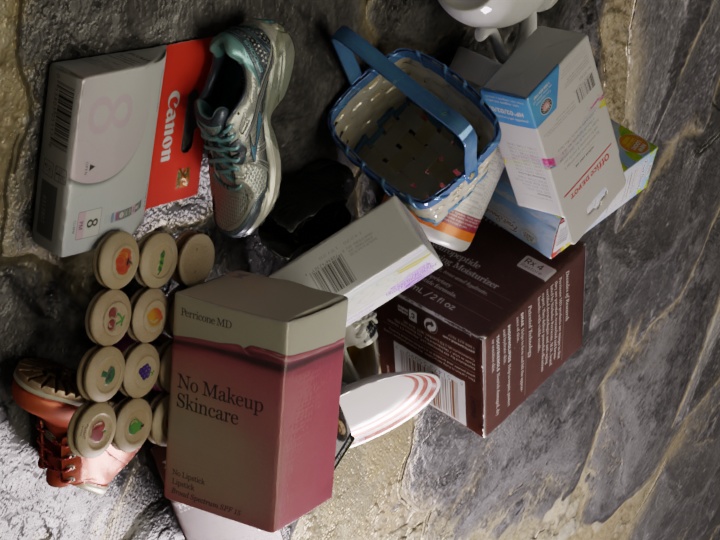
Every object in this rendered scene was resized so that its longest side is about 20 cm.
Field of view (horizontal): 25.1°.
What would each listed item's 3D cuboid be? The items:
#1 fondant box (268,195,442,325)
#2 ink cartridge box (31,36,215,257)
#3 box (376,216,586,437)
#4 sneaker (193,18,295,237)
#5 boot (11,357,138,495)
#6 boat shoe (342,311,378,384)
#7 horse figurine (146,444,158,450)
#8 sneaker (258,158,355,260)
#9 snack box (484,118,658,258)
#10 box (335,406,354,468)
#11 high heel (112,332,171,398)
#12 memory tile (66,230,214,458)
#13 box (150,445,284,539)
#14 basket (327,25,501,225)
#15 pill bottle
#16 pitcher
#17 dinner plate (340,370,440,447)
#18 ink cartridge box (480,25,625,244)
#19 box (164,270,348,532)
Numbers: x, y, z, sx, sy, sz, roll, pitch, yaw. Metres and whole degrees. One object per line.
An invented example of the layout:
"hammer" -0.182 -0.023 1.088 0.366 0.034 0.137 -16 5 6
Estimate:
"fondant box" 0.000 0.000 1.596 0.144 0.059 0.200 -32 172 4
"ink cartridge box" -0.189 -0.111 1.399 0.199 0.057 0.164 -16 126 -44
"box" 0.141 0.049 1.887 0.200 0.165 0.165 -40 142 -32
"sneaker" -0.120 -0.127 1.460 0.086 0.077 0.202 -17 118 -55
"boot" -0.264 0.148 1.467 0.108 0.075 0.200 -55 149 -2
"boat shoe" -0.010 0.054 1.762 0.071 0.070 0.201 -39 142 -33
"horse figurine" -0.126 0.154 1.691 0.200 0.050 0.134 31 80 -56
"sneaker" -0.044 -0.060 1.592 0.199 0.104 0.061 -13 124 -51
"snack box" 0.218 -0.119 1.864 0.199 0.168 0.068 -34 147 -36
"box" -0.071 0.117 1.664 0.075 0.050 0.201 -52 129 -47
"high heel" -0.168 0.086 1.523 0.200 0.095 0.068 61 28 -63
"memory tile" -0.192 0.064 1.435 0.153 0.017 0.202 0 101 -57
"box" -0.141 0.239 1.659 0.099 0.075 0.201 -21 143 -8
"basket" 0.049 -0.148 1.604 0.139 0.176 0.200 -46 162 -5
"pill bottle" 0.106 -0.132 1.752 0.109 0.109 0.202 13 102 -58
"pitcher" 0.148 -0.291 1.681 0.200 0.120 0.173 -22 123 -59
"dinner plate" -0.004 0.157 1.820 0.199 0.024 0.201 -23 159 -9
"ink cartridge box" 0.208 -0.141 1.718 0.115 0.067 0.201 -46 132 -28
"box" -0.096 0.116 1.471 0.109 0.127 0.202 -21 120 -58
